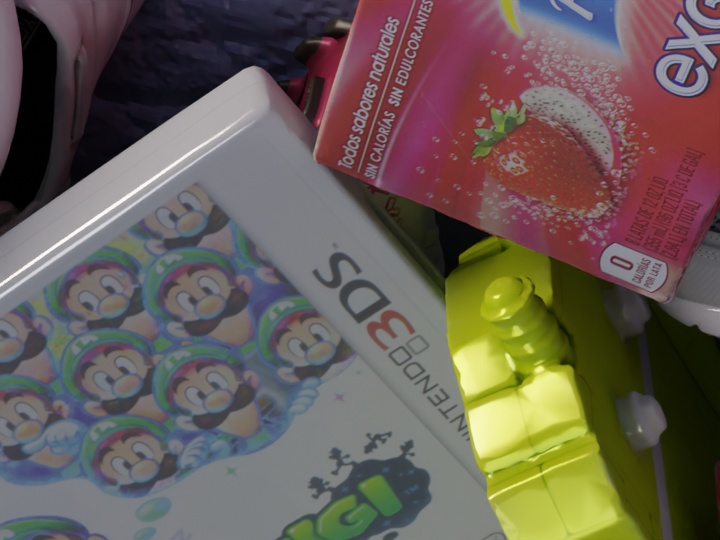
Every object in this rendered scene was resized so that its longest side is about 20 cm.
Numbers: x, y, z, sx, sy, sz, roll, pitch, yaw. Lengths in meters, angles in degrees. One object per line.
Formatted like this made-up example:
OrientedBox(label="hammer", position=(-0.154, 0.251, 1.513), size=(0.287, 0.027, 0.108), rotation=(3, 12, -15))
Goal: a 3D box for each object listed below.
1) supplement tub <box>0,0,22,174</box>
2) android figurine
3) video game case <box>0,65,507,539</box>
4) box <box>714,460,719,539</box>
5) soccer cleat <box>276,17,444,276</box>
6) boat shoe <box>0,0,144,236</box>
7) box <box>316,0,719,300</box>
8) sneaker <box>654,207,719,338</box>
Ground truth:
OrientedBox(label="supplement tub", position=(-0.200, -0.048, 0.741), size=(0.199, 0.145, 0.145), rotation=(-7, 130, 48))
OrientedBox(label="android figurine", position=(0.078, 0.062, 0.737), size=(0.041, 0.183, 0.201), rotation=(-23, 121, 16))
OrientedBox(label="video game case", position=(-0.058, 0.060, 0.746), size=(0.199, 0.024, 0.182), rotation=(-34, 131, 10))
OrientedBox(label="box", position=(0.179, 0.122, 0.704), size=(0.099, 0.096, 0.200), rotation=(-28, 115, 18))
OrientedBox(label="soccer cleat", position=(0.000, 0.000, 0.802), size=(0.086, 0.070, 0.200), rotation=(20, 143, -9))
OrientedBox(label="boat shoe", position=(-0.119, -0.036, 0.815), size=(0.073, 0.066, 0.200), rotation=(26, 138, -1))
OrientedBox(label="box", position=(0.066, -0.103, 0.623), size=(0.095, 0.100, 0.201), rotation=(22, 138, 3))
OrientedBox(label="sneaker", position=(0.156, -0.039, 0.692), size=(0.199, 0.075, 0.082), rotation=(-16, 110, 28))
